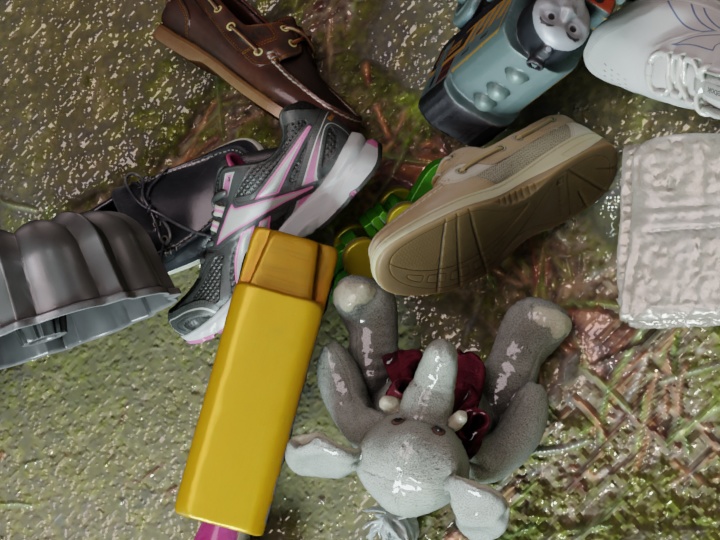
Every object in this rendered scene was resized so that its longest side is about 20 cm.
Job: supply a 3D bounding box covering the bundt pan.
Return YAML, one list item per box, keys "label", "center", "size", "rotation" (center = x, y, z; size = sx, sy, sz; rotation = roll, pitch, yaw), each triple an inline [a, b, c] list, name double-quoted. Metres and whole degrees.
- label: "bundt pan"
  center: [-0.231, 0.014, 1.623]
  size: [0.201, 0.202, 0.076]
  rotation: [-21, 84, 18]

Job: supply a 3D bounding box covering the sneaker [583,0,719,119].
- label: "sneaker"
  center: [0.236, -0.136, 1.548]
  size: [0.199, 0.087, 0.075]
  rotation: [9, 118, 29]

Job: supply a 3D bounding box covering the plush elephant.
- label: "plush elephant"
  center: [0.041, 0.101, 1.531]
  size: [0.164, 0.155, 0.201]
  rotation: [14, 90, 3]

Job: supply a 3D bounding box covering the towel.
- label: "towel"
  center: [0.266, -0.027, 1.546]
  size: [0.199, 0.034, 0.133]
  rotation: [0, 77, 24]

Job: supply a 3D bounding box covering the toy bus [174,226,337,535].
- label: "toy bus"
  center: [-0.069, 0.073, 1.574]
  size: [0.065, 0.078, 0.201]
  rotation: [15, 87, 1]

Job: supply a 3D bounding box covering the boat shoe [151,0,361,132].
- label: "boat shoe"
  center: [-0.071, -0.158, 1.714]
  size: [0.200, 0.070, 0.071]
  rotation: [36, 96, 28]

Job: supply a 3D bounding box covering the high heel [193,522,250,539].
- label: "high heel"
  center: [-0.105, 0.149, 1.650]
  size: [0.095, 0.067, 0.201]
  rotation: [-10, 85, 11]

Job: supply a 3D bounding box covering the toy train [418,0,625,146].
- label: "toy train"
  center: [0.110, -0.159, 1.576]
  size: [0.085, 0.200, 0.114]
  rotation: [29, 67, -13]

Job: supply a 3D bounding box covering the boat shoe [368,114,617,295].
- label: "boat shoe"
  center: [0.080, -0.048, 1.581]
  size: [0.199, 0.072, 0.065]
  rotation: [-29, 50, -23]

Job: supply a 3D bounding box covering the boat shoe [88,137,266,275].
- label: "boat shoe"
  center: [-0.153, -0.035, 1.724]
  size: [0.199, 0.062, 0.075]
  rotation: [-30, 64, 13]

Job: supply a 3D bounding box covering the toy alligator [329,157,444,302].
- label: "toy alligator"
  center: [0.000, 0.000, 1.646]
  size: [0.200, 0.059, 0.054]
  rotation: [-40, 106, 3]

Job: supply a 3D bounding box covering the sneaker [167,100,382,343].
- label: "sneaker"
  center: [-0.076, -0.041, 1.657]
  size: [0.086, 0.080, 0.200]
  rotation: [41, 103, -5]

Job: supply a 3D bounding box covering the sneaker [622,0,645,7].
- label: "sneaker"
  center: [0.162, -0.268, 1.629]
  size: [0.074, 0.085, 0.200]
  rotation: [-40, 64, 9]
